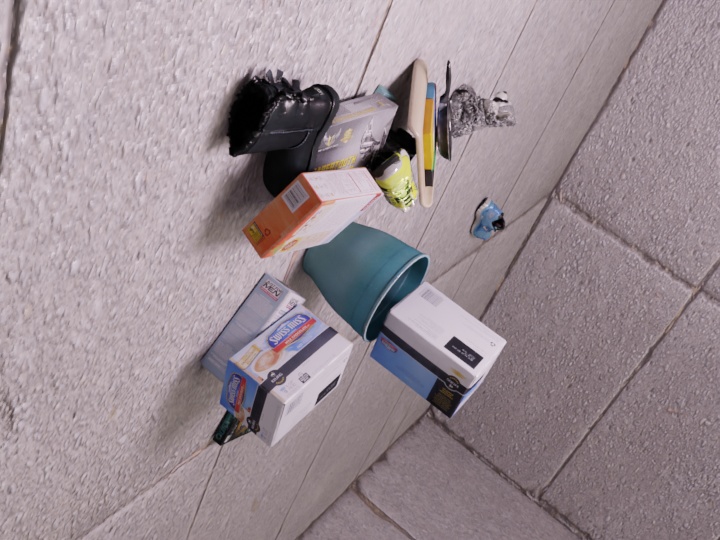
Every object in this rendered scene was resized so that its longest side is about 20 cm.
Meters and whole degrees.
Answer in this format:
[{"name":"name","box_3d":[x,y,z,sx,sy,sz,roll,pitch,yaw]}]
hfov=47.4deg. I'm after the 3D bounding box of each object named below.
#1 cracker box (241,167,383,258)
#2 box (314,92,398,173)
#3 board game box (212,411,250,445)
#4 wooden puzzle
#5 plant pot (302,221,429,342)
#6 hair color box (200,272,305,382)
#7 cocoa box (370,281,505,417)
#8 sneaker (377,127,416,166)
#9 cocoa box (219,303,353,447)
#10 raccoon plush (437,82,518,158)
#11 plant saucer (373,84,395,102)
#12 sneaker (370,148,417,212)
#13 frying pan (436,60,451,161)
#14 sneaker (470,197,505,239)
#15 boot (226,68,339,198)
[{"name":"cracker box","box_3d":[-0.067,-0.089,1.224,0.134,0.058,0.200,-40,169,26]},{"name":"box","box_3d":[-0.037,-0.190,1.313,0.200,0.048,0.159,-27,148,-47]},{"name":"board game box","box_3d":[-0.229,0.276,1.761,0.201,0.028,0.135,-59,163,14]},{"name":"wooden puzzle","box_3d":[0.119,-0.242,1.462,0.201,0.037,0.186,74,20,-51]},{"name":"plant pot","box_3d":[0.000,0.000,1.569,0.200,0.188,0.200,-47,162,-20]},{"name":"hair color box","box_3d":[-0.193,0.108,1.485,0.200,0.061,0.099,-53,163,-1]},{"name":"cocoa box","box_3d":[0.144,0.149,1.550,0.133,0.200,0.132,-37,157,-45]},{"name":"sneaker","box_3d":[0.057,-0.205,1.503,0.088,0.076,0.200,-52,171,18]},{"name":"cocoa box","box_3d":[-0.132,0.182,1.457,0.200,0.131,0.134,-38,157,-42]},{"name":"raccoon plush","box_3d":[0.242,-0.295,1.731,0.097,0.134,0.201,-29,150,-56]},{"name":"plant saucer","box_3d":[-0.003,-0.224,1.421,0.201,0.019,0.070,-58,163,10]},{"name":"sneaker","box_3d":[0.068,-0.151,1.401,0.075,0.077,0.200,-36,173,5]},{"name":"frying pan","box_3d":[0.150,-0.270,1.460,0.190,0.031,0.116,66,25,-66]},{"name":"sneaker","box_3d":[0.395,-0.139,2.510,0.078,0.090,0.200,-49,163,-15]},{"name":"boot","box_3d":[-0.119,-0.176,1.119,0.162,0.073,0.199,-19,145,-56]}]
